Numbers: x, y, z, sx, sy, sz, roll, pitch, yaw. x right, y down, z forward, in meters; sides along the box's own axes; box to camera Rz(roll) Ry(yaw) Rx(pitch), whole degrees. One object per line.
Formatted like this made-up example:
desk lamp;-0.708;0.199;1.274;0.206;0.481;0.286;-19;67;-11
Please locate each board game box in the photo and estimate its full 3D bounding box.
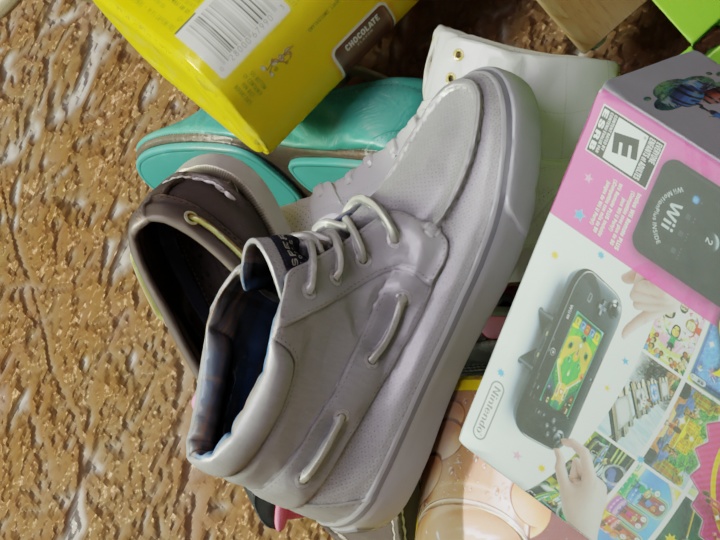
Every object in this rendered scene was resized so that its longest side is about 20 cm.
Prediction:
board game box;0.144;0.045;0.638;0.199;0.064;0.148;35;123;25

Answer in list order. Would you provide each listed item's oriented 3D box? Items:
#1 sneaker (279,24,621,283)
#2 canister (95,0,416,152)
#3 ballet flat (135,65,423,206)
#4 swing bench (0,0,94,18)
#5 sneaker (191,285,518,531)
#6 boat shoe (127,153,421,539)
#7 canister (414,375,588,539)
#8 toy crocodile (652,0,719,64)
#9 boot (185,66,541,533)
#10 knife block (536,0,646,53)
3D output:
sneaker;0.025;-0.050;0.885;0.198;0.074;0.117;-3;91;15
canister;-0.022;-0.167;0.951;0.200;0.087;0.148;-46;43;-4
ballet flat;-0.028;-0.069;0.997;0.199;0.067;0.071;3;59;41
swing bench;-0.136;-0.267;1.083;0.200;0.129;0.200;-52;47;35
sneaker;0.017;0.069;0.909;0.199;0.079;0.096;-20;88;35
boat shoe;-0.034;0.048;0.852;0.071;0.060;0.201;-22;102;32
canister;0.085;0.148;0.781;0.147;0.087;0.202;-1;72;23
toy crocodile;0.134;-0.118;0.796;0.067;0.062;0.201;-36;90;12
boot;0.000;0.000;0.787;0.073;0.095;0.202;10;79;56
knife block;0.073;-0.191;0.837;0.200;0.176;0.064;-40;19;8
